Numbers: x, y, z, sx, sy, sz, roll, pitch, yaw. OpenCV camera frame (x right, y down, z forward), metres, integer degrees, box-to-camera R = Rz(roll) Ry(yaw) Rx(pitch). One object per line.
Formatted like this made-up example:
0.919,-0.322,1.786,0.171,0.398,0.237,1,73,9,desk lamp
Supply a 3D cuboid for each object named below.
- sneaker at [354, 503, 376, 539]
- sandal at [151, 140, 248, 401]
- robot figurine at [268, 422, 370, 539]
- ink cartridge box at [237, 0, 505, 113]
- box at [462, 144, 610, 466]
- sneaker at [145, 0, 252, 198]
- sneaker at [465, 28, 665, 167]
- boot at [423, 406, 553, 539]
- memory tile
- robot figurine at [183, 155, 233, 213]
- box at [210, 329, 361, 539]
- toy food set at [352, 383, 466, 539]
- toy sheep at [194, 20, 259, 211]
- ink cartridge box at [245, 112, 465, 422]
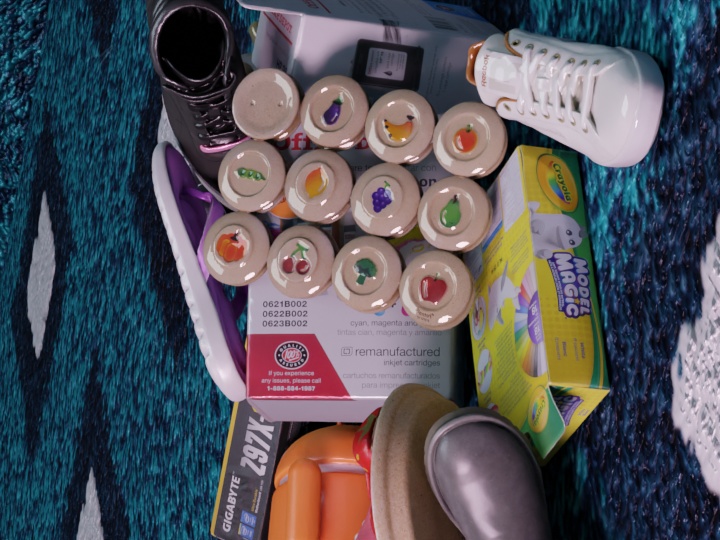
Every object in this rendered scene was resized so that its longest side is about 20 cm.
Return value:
0.018,0.188,1.601,0.087,0.074,0.200,-32,22,18,sneaker
-0.099,-0.002,1.645,0.082,0.050,0.203,56,-165,-67,sandal
-0.011,0.201,1.712,0.117,0.143,0.201,-38,41,52,robot figurine
-0.005,-0.157,1.647,0.116,0.199,0.067,-127,45,-65,ink cartridge box
0.111,0.035,1.486,0.117,0.048,0.201,122,150,-56,box
-0.109,-0.121,1.624,0.099,0.070,0.201,-100,-5,-63,sneaker
0.119,-0.108,1.433,0.200,0.084,0.073,-149,66,-70,sneaker
0.105,0.194,1.354,0.200,0.072,0.182,-105,-11,-63,boot
-0.006,-0.051,1.532,0.017,0.199,0.154,25,-102,-65,memory tile
-0.088,-0.097,2.001,0.200,0.150,0.125,-81,0,-47,robot figurine
-0.041,0.102,1.803,0.160,0.049,0.201,-31,-43,-57,box
0.047,0.171,1.472,0.198,0.048,0.201,-9,-95,-67,toy food set
-0.074,-0.109,1.777,0.200,0.137,0.138,56,-151,-64,toy sheep
0.000,0.000,1.623,0.145,0.145,0.201,62,-152,-78,ink cartridge box
